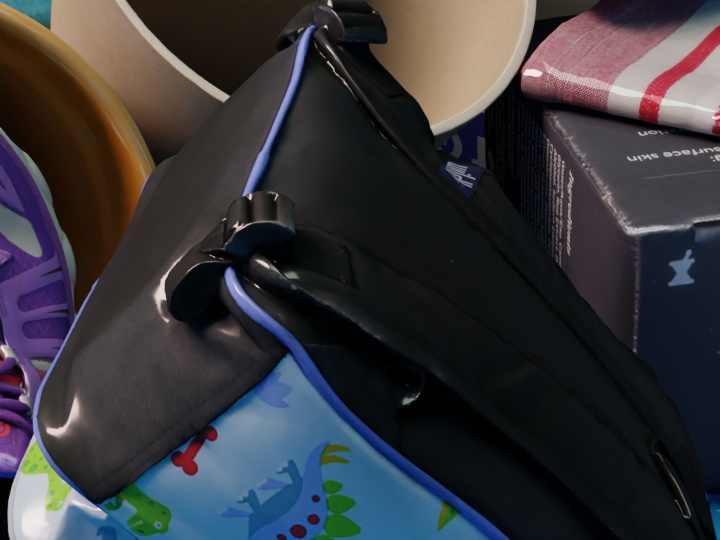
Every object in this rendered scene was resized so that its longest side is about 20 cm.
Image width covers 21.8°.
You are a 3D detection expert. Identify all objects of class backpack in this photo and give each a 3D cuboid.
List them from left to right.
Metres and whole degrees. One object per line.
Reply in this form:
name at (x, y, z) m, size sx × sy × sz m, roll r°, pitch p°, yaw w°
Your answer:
backpack at (0.006, 0.055, 0.560) m, size 0.147 × 0.200 × 0.184 m, roll -40°, pitch 18°, yaw 26°

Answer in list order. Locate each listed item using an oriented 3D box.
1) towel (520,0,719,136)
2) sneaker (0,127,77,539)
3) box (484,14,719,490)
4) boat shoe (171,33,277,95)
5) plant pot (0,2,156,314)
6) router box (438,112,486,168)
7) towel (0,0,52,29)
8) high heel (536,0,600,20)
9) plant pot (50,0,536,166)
towel at (0.178, -0.082, 0.715) m, size 0.198 × 0.023 × 0.144 m, roll 14°, pitch 34°, yaw 26°
sneaker at (-0.116, 0.039, 0.582) m, size 0.080 × 0.202 × 0.083 m, roll -11°, pitch -7°, yaw -17°
box at (0.166, -0.021, 0.747) m, size 0.195 × 0.119 × 0.200 m, roll -7°, pitch 28°, yaw -9°
boat shoe at (-0.089, -0.096, 0.917) m, size 0.198 × 0.071 × 0.071 m, roll -4°, pitch 40°, yaw 16°
plant pot at (-0.186, -0.015, 0.707) m, size 0.198 × 0.202 × 0.183 m, roll -11°, pitch 15°, yaw -16°
router box at (0.084, -0.097, 0.960) m, size 0.198 × 0.049 × 0.179 m, roll 16°, pitch 34°, yaw 29°
towel at (-0.181, -0.143, 0.840) m, size 0.146 × 0.022 × 0.200 m, roll 29°, pitch 16°, yaw 8°
high heel at (0.095, -0.137, 0.914) m, size 0.198 × 0.068 × 0.096 m, roll -3°, pitch 26°, yaw -6°
plant pot at (-0.054, -0.085, 0.778) m, size 0.186 × 0.200 × 0.189 m, roll 11°, pitch 60°, yaw -20°
